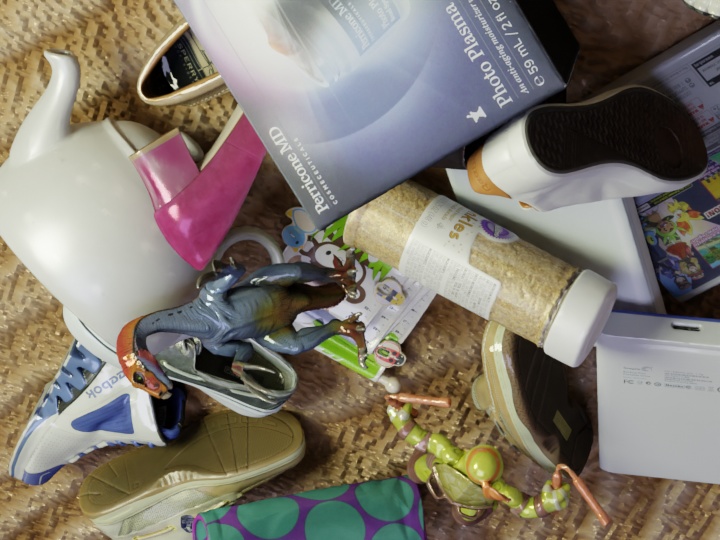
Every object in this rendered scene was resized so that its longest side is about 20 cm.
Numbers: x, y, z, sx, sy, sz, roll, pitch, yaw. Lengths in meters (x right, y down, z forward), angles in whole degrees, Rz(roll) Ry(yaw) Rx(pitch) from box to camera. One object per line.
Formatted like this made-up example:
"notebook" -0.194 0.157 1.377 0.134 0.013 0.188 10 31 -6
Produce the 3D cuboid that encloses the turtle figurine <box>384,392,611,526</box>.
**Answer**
"turtle figurine" 0.093 0.167 1.770 0.199 0.065 0.161 27 165 -1

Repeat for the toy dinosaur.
"toy dinosaur" -0.087 0.045 1.623 0.180 0.200 0.106 -7 89 -5

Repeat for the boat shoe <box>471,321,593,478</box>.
"boat shoe" 0.119 0.098 1.739 0.076 0.072 0.201 13 149 29

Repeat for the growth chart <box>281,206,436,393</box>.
"growth chart" 0.000 0.000 1.743 0.144 0.018 0.201 24 130 -4

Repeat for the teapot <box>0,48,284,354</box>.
"teapot" -0.170 -0.040 1.670 0.146 0.200 0.198 -44 69 2

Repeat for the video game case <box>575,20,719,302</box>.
"video game case" 0.257 -0.082 1.603 0.199 0.023 0.182 -29 116 32

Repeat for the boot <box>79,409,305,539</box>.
"boot" -0.120 0.203 1.906 0.198 0.072 0.155 -20 133 8

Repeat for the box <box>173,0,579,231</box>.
"box" 0.010 -0.167 1.475 0.197 0.123 0.201 -30 100 18

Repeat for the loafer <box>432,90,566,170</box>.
"loafer" 0.057 -0.103 1.579 0.199 0.072 0.073 -22 159 21

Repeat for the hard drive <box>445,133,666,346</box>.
"hard drive" 0.146 -0.023 1.658 0.131 0.027 0.201 1 133 26

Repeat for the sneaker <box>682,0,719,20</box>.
"sneaker" 0.311 -0.190 1.452 0.198 0.078 0.091 15 99 15

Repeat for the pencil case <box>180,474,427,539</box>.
"pencil case" -0.043 0.225 1.845 0.198 0.086 0.093 -8 155 -16

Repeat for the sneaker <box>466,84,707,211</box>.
"sneaker" 0.152 -0.080 1.528 0.199 0.073 0.084 -1 162 -42

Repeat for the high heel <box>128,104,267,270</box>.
"high heel" -0.061 -0.087 1.595 0.199 0.067 0.096 -31 97 -13

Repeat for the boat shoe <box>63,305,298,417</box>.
"boat shoe" -0.137 0.052 1.782 0.199 0.073 0.071 23 152 -18

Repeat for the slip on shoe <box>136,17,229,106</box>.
"slip on shoe" -0.082 -0.174 1.580 0.199 0.061 0.076 -26 93 35

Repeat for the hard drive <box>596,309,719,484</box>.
"hard drive" 0.248 0.100 1.717 0.131 0.026 0.201 5 146 11

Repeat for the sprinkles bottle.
"sprinkles bottle" 0.086 -0.004 1.630 0.199 0.068 0.069 28 133 13

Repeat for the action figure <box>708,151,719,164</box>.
"action figure" 0.347 -0.107 1.520 0.118 0.055 0.200 35 112 -15

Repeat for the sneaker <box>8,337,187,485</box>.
"sneaker" -0.210 0.122 1.858 0.115 0.081 0.200 29 129 -7
